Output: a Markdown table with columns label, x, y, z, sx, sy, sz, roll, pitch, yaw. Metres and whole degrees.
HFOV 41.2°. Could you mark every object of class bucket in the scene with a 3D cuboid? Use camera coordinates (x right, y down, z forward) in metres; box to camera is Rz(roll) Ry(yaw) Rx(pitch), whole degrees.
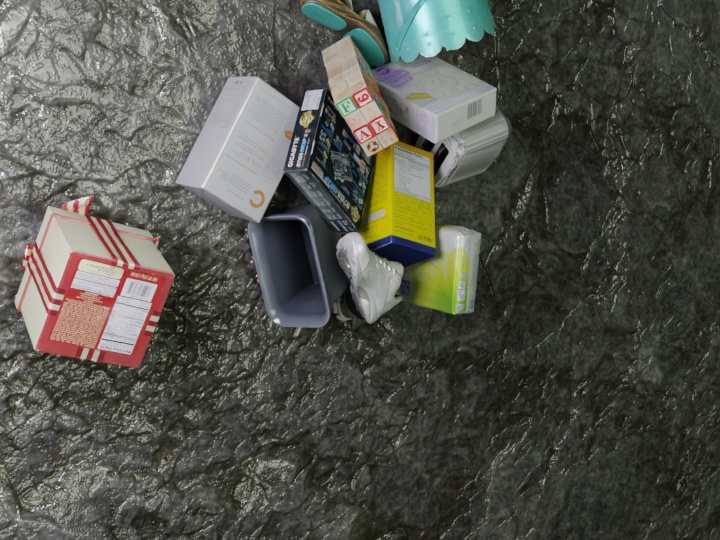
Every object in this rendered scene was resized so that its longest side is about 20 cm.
| label | x | y | z | sx | sy | sz | roll | pitch | yaw |
| --- | --- | --- | --- | --- | --- | --- | --- | --- | --- |
| bucket | 0.129 | -0.459 | 1.676 | 0.207 | 0.207 | 0.135 | -30 | 112 | -28 |

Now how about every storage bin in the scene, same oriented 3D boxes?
| label | x | y | z | sx | sy | sz | roll | pitch | yaw |
| --- | --- | --- | --- | --- | --- | --- | --- | --- | --- |
| storage bin | -0.100 | -0.020 | 1.648 | 0.134 | 0.145 | 0.200 | -40 | 124 | -55 |

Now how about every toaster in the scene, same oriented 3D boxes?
| label | x | y | z | sx | sy | sz | roll | pitch | yaw |
| --- | --- | --- | --- | --- | --- | --- | --- | --- | --- |
| toaster | 0.182 | -0.236 | 1.786 | 0.129 | 0.200 | 0.114 | -23 | 73 | -27 |

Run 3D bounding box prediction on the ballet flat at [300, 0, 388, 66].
| label | x | y | z | sx | sy | sz | roll | pitch | yaw |
| --- | --- | --- | --- | --- | --- | --- | --- | --- | --- |
| ballet flat | -0.021 | -0.435 | 1.660 | 0.200 | 0.068 | 0.072 | 28 | 63 | -33 |

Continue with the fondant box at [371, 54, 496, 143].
| label | x | y | z | sx | sy | sz | roll | pitch | yaw |
| --- | --- | --- | --- | --- | --- | --- | --- | --- | --- |
| fondant box | 0.120 | -0.311 | 1.691 | 0.144 | 0.200 | 0.058 | -28 | 135 | -28 |

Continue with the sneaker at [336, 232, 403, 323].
| label | x | y | z | sx | sy | sz | roll | pitch | yaw |
| --- | --- | --- | --- | --- | --- | --- | --- | --- | --- |
| sneaker | 0.022 | -0.002 | 1.636 | 0.099 | 0.078 | 0.200 | -28 | 139 | -9 |

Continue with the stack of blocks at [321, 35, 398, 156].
| label | x | y | z | sx | sy | sz | roll | pitch | yaw |
| --- | --- | --- | --- | --- | --- | --- | --- | --- | --- |
| stack of blocks | -0.003 | -0.295 | 1.601 | 0.059 | 0.200 | 0.115 | -27 | 127 | 11 |

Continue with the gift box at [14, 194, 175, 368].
| label | x | y | z | sx | sy | sz | roll | pitch | yaw |
| --- | --- | --- | --- | --- | --- | --- | --- | --- | --- |
| gift box | -0.381 | 0.010 | 1.399 | 0.184 | 0.187 | 0.200 | 20 | 103 | -35 |

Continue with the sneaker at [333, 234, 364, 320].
| label | x | y | z | sx | sy | sz | roll | pitch | yaw |
| --- | --- | --- | --- | --- | --- | --- | --- | --- | --- |
| sneaker | 0.000 | 0.000 | 1.736 | 0.074 | 0.087 | 0.200 | -6 | 104 | -43 |

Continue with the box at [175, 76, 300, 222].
| label | x | y | z | sx | sy | sz | roll | pitch | yaw |
| --- | --- | --- | --- | --- | --- | --- | --- | --- | --- |
| box | -0.189 | -0.197 | 1.555 | 0.124 | 0.097 | 0.200 | 32 | 80 | -37 |

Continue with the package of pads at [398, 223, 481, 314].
| label | x | y | z | sx | sy | sz | roll | pitch | yaw |
| --- | --- | --- | --- | --- | --- | --- | --- | --- | --- |
| package of pads | 0.130 | -0.012 | 1.763 | 0.068 | 0.200 | 0.155 | -3 | 101 | -42 |

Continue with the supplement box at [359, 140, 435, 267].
| label | x | y | z | sx | sy | sz | roll | pitch | yaw |
| --- | --- | --- | --- | --- | --- | --- | --- | --- | --- |
| supplement box | 0.058 | -0.117 | 1.703 | 0.109 | 0.109 | 0.200 | 16 | 66 | -37 |

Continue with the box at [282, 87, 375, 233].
| label | x | y | z | sx | sy | sz | roll | pitch | yaw |
| --- | --- | --- | --- | --- | --- | --- | --- | --- | --- |
| box | -0.046 | -0.177 | 1.576 | 0.200 | 0.046 | 0.159 | 48 | 47 | -52 |
